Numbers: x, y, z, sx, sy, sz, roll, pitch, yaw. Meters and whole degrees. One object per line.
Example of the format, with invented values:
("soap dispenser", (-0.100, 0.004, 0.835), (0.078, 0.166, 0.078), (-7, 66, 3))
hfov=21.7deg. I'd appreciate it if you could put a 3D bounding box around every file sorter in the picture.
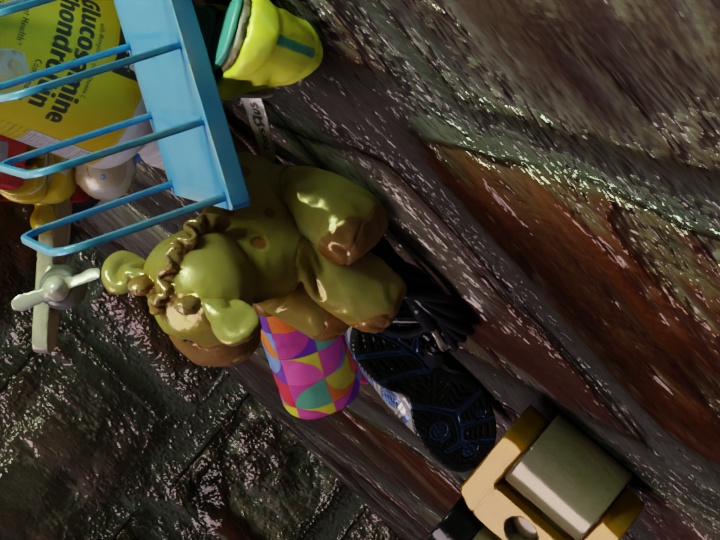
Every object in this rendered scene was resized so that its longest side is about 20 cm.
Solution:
("file sorter", (-0.166, -0.121, 1.121), (0.139, 0.122, 0.201), (16, 123, 68))

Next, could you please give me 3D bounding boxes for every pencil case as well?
("pencil case", (-0.053, 0.047, 1.708), (0.088, 0.088, 0.201), (34, 154, 36))

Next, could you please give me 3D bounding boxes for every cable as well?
("cable", (0.000, 0.000, 1.481), (0.200, 0.051, 0.163), (41, 171, 3))

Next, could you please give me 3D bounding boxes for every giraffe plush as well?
("giraffe plush", (-0.085, 0.000, 1.348), (0.172, 0.162, 0.201), (-7, 123, 44))

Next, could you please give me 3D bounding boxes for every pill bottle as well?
("pill bottle", (-0.195, -0.134, 1.251), (0.199, 0.113, 0.112), (19, -177, -30))

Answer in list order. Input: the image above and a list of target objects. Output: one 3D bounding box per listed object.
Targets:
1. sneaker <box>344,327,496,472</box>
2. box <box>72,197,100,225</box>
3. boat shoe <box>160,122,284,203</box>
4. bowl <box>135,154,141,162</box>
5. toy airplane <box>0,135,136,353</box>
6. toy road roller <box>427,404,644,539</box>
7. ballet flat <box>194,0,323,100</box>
("sneaker", (0.055, 0.100, 1.697), (0.200, 0.076, 0.077), (53, 177, -24))
("box", (-0.265, -0.134, 1.715), (0.106, 0.122, 0.200), (41, 171, 4))
("boat shoe", (-0.130, -0.095, 1.506), (0.200, 0.071, 0.070), (31, 171, 49))
("bowl", (-0.241, -0.169, 1.517), (0.201, 0.039, 0.201), (45, 155, 28))
("toy airplane", (-0.220, -0.070, 1.372), (0.140, 0.200, 0.201), (1, 131, 25))
("toy road roller", (0.160, 0.187, 1.578), (0.123, 0.146, 0.200), (40, 134, 7))
("ballet flat", (-0.071, -0.130, 1.151), (0.067, 0.067, 0.200), (13, 178, -18))
